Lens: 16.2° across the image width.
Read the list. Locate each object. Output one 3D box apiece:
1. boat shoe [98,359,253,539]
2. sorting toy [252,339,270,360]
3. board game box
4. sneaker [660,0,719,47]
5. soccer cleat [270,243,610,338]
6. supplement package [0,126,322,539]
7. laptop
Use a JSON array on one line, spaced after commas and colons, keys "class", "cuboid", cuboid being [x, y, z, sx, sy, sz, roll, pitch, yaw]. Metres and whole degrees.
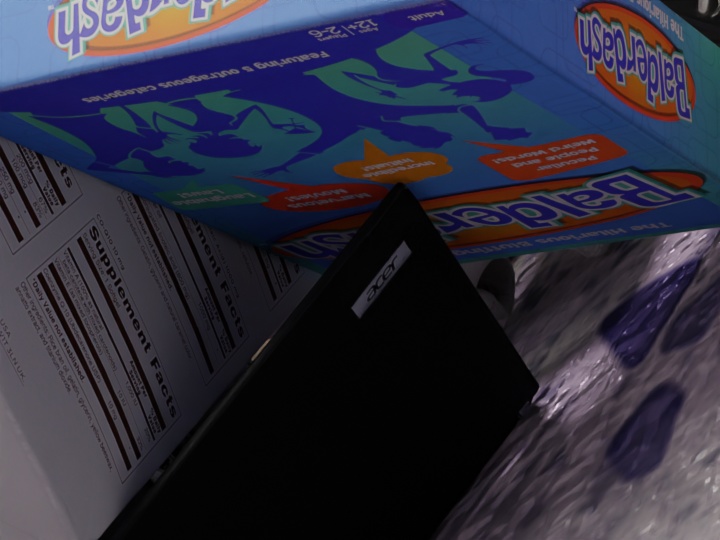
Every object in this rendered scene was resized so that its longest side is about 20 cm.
[{"class": "boat shoe", "cuboid": [-0.082, 0.069, 0.811, 0.071, 0.072, 0.200, -36, 8, 23]}, {"class": "sorting toy", "cuboid": [-0.001, -0.057, 0.981, 0.185, 0.036, 0.200, 29, 77, 42]}, {"class": "board game box", "cuboid": [0.006, -0.047, 0.685, 0.152, 0.200, 0.045, -9, 73, 30]}, {"class": "sneaker", "cuboid": [0.054, -0.080, 0.775, 0.079, 0.200, 0.074, 89, -177, -67]}, {"class": "soccer cleat", "cuboid": [0.000, 0.000, 0.876, 0.200, 0.086, 0.070, -26, 29, 38]}, {"class": "supplement package", "cuboid": [-0.147, -0.002, 0.751, 0.191, 0.147, 0.200, -17, 16, 25]}, {"class": "laptop", "cuboid": [-0.041, 0.072, 0.771, 0.177, 0.103, 0.200, -51, 17, -12]}]
